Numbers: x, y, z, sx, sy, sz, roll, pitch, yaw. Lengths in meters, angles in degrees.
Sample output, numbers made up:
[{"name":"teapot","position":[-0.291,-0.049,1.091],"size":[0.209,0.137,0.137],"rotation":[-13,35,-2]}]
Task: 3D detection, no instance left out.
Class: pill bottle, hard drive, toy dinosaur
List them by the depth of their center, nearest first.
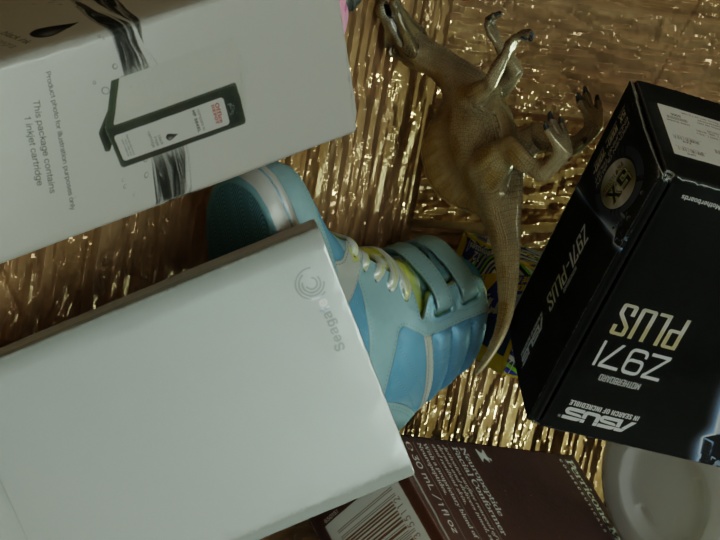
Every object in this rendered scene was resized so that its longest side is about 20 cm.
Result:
[{"name":"hard drive","position":[-0.090,0.075,0.951],"size":[0.199,0.026,0.132],"rotation":[-22,105,-3]},{"name":"toy dinosaur","position":[0.073,-0.057,1.027],"size":[0.058,0.101,0.201],"rotation":[-3,71,-49]},{"name":"pill bottle","position":[0.243,0.109,1.169],"size":[0.199,0.111,0.111],"rotation":[-10,111,-38]}]

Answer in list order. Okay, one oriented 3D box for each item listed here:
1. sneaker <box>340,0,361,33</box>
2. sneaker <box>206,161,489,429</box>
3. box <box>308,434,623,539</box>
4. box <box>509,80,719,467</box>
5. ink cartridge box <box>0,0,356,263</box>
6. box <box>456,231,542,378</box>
[{"name":"sneaker","position":[-0.033,-0.204,0.957],"size":[0.095,0.079,0.201],"rotation":[-43,132,-48]},{"name":"sneaker","position":[0.000,0.000,1.041],"size":[0.130,0.079,0.200],"rotation":[-37,135,-22]},{"name":"box","position":[0.069,0.154,1.096],"size":[0.075,0.100,0.200],"rotation":[-41,153,21]},{"name":"box","position":[0.200,0.014,1.028],"size":[0.199,0.086,0.164],"rotation":[14,125,-16]},{"name":"ink cartridge box","position":[-0.124,-0.081,0.862],"size":[0.200,0.146,0.085],"rotation":[-23,117,-33]},{"name":"box","position":[0.139,0.035,1.172],"size":[0.200,0.070,0.065],"rotation":[13,101,-42]}]
